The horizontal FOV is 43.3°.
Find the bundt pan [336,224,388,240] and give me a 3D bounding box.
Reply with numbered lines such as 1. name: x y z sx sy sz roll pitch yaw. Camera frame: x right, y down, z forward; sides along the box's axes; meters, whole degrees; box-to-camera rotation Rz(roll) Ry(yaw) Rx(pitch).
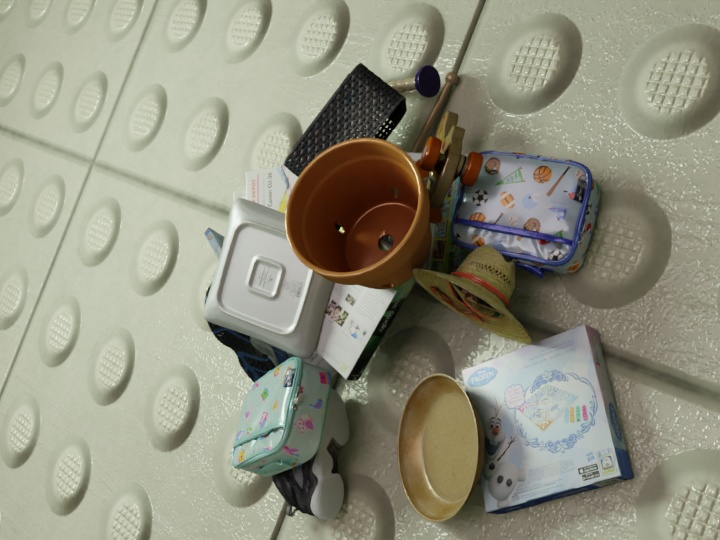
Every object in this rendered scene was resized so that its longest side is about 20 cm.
1. bundt pan: 0.000 0.000 1.444 0.200 0.076 0.204 -8 71 25

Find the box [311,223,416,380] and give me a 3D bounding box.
1. box: -0.011 0.041 1.358 0.144 0.036 0.201 39 108 32

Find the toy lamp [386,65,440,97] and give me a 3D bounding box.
1. toy lamp: 0.049 -0.307 1.533 0.199 0.058 0.059 7 79 51

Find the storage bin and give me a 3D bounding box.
1. storage bin: -0.022 -0.215 1.455 0.093 0.135 0.201 37 91 4

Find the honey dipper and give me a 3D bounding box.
1. honey dipper: 0.107 -0.234 1.481 0.038 0.038 0.201 27 92 43

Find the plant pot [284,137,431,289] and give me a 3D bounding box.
1. plant pot: 0.015 -0.061 1.252 0.198 0.140 0.202 -9 66 21

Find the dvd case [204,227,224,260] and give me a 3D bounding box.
1. dvd case: -0.186 0.005 1.549 0.018 0.142 0.200 -51 34 7

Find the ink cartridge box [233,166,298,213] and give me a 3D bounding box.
1. ink cartridge box: -0.134 -0.114 1.569 0.198 0.068 0.118 -8 67 9

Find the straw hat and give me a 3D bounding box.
1. straw hat: 0.168 0.015 1.233 0.200 0.201 0.086 25 79 43

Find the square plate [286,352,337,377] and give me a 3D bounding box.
1. square plate: -0.094 0.106 1.538 0.200 0.028 0.199 -45 50 20

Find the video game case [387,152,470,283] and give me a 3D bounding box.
1. video game case: 0.134 -0.077 1.359 0.180 0.023 0.202 4 75 16

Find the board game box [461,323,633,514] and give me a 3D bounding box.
1. board game box: 0.240 0.199 1.199 0.199 0.043 0.201 -25 60 33

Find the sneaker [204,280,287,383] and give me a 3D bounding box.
1. sneaker: -0.186 0.094 1.482 0.075 0.201 0.077 -14 26 29

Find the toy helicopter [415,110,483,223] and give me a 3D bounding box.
1. toy helicopter: 0.120 -0.160 1.318 0.201 0.078 0.133 -78 8 -50

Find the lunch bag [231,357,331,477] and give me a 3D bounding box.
1. lunch bag: -0.124 0.231 1.395 0.200 0.077 0.162 -36 34 51

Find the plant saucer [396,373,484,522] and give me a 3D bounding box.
1. plant saucer: 0.117 0.246 1.263 0.200 0.035 0.202 -26 60 57

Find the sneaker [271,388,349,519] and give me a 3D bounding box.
1. sneaker: -0.083 0.289 1.429 0.113 0.075 0.202 -15 64 39

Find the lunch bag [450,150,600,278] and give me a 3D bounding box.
1. lunch bag: 0.231 -0.078 1.267 0.198 0.075 0.162 13 81 30

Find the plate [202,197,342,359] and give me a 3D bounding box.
1. plate: -0.138 0.011 1.378 0.198 0.032 0.202 19 96 18
